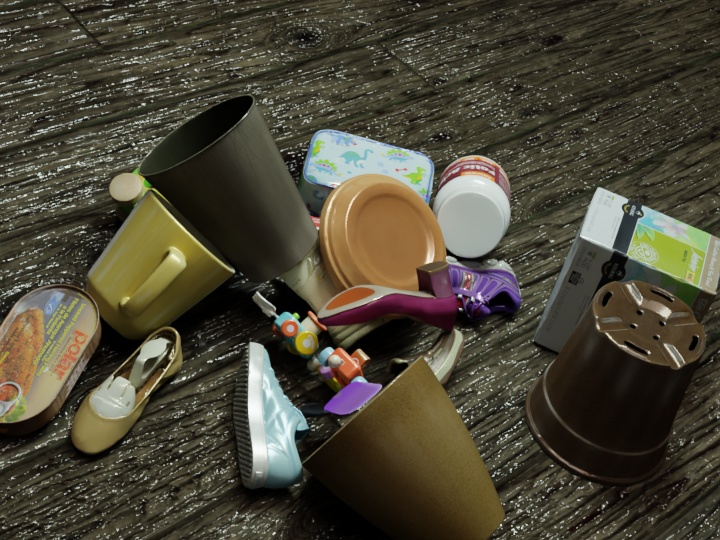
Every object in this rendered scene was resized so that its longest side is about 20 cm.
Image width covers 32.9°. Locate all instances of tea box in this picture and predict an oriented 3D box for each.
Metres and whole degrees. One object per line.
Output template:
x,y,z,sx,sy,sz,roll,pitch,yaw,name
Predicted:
0.372,0.030,1.691,0.195,0.201,0.134,22,40,7,tea box

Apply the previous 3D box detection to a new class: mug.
-0.266,0.000,1.509,0.153,0.187,0.149,-45,71,0,mug

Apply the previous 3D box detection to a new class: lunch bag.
0.010,-0.131,1.837,0.198,0.083,0.162,14,41,-3,lunch bag

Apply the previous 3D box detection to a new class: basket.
-0.154,-0.094,1.549,0.179,0.201,0.137,-23,28,22,basket

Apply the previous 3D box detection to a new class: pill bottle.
0.162,-0.092,1.775,0.113,0.115,0.200,18,18,1,pill bottle

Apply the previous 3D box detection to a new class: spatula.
-0.036,0.158,1.433,0.056,0.200,0.021,-39,94,-26,spatula

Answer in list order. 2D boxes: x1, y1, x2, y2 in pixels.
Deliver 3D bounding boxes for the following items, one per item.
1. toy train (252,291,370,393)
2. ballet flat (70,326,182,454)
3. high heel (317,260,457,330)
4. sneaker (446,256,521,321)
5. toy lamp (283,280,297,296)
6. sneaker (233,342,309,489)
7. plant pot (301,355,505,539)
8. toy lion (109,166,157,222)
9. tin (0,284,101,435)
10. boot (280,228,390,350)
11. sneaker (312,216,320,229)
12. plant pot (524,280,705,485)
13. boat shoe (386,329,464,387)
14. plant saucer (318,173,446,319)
-0.044,0.093,1.516,0.056,0.151,0.200,-41,58,-13,toy train
-0.278,0.134,1.451,0.068,0.063,0.200,26,41,9,ballet flat
0.039,0.061,1.542,0.198,0.097,0.067,-18,21,-22,high heel
0.141,0.032,1.706,0.198,0.081,0.084,-3,50,-23,sneaker
-0.150,-0.044,1.703,0.200,0.059,0.058,38,44,24,toy lamp
-0.105,0.177,1.466,0.081,0.074,0.201,10,49,-20,sneaker
0.065,0.233,1.387,0.200,0.186,0.186,49,46,5,plant pot
-0.216,-0.098,1.679,0.191,0.069,0.200,-41,66,-20,toy lion
-0.380,0.104,1.434,0.111,0.042,0.201,14,53,16,tin
0.000,0.000,1.644,0.200,0.073,0.156,-39,91,-32,boot
-0.004,-0.046,1.746,0.198,0.078,0.085,11,31,-11,sneaker
0.336,0.135,1.563,0.198,0.199,0.201,10,41,-9,plant pot
0.072,0.131,1.561,0.075,0.075,0.203,33,41,-1,boat shoe
0.038,-0.037,1.617,0.199,0.037,0.202,12,68,-31,plant saucer
